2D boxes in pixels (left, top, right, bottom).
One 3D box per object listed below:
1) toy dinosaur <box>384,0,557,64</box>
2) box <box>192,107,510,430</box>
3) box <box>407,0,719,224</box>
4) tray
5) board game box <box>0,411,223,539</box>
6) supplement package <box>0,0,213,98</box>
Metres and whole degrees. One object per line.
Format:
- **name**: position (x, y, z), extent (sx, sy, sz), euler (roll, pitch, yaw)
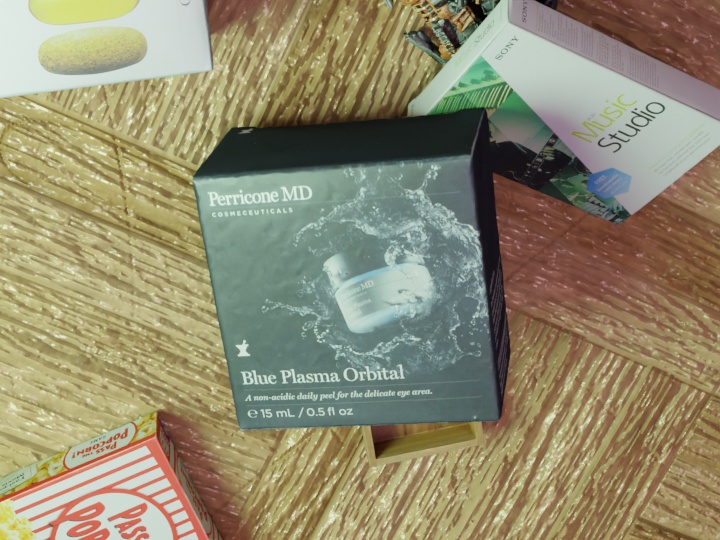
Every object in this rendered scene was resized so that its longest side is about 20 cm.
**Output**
- **toy dinosaur**: position (0.107, -0.195, 0.952), extent (0.199, 0.103, 0.136), euler (15, 131, -29)
- **box**: position (0.000, 0.000, 0.941), extent (0.195, 0.118, 0.202), euler (-4, 112, 12)
- **box**: position (0.153, -0.112, 0.960), extent (0.199, 0.037, 0.144), euler (21, 144, -18)
- **tray**: position (0.038, 0.055, 1.056), extent (0.098, 0.037, 0.201), euler (-11, 113, -4)
- **board game box**: position (-0.227, 0.223, 1.076), extent (0.199, 0.046, 0.152), euler (-24, 113, 1)
- **supplement package**: position (-0.205, -0.188, 0.884), extent (0.198, 0.110, 0.115), euler (-9, 113, -5)
